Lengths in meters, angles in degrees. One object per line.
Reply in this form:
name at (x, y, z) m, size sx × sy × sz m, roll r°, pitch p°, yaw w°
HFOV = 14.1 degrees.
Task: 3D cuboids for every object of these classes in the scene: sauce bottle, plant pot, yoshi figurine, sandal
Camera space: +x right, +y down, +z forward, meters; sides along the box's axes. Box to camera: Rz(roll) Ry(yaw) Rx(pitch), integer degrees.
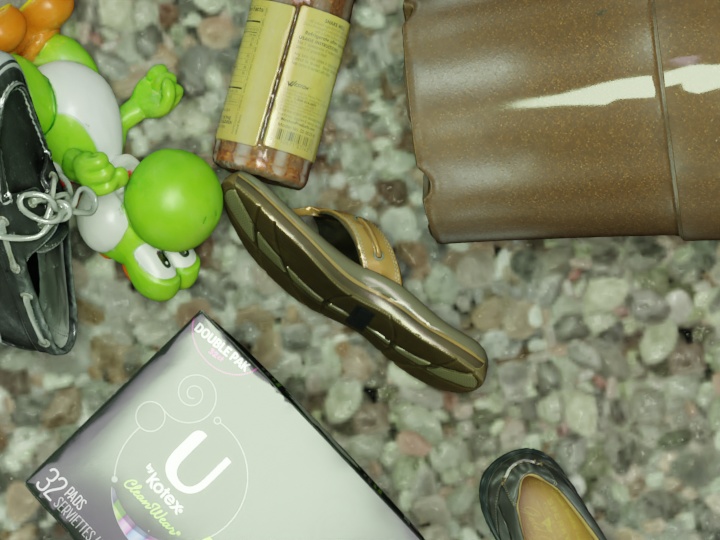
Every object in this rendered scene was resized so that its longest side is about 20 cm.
sauce bottle at (-0.036, -0.152, 1.769) m, size 0.066 × 0.066 × 0.201 m, roll 17°, pitch 88°, yaw 0°
plant pot at (0.131, -0.101, 1.713) m, size 0.197 × 0.200 × 0.202 m, roll -7°, pitch 88°, yaw 6°
yoshi figurine at (-0.148, -0.080, 1.745) m, size 0.112 × 0.112 × 0.201 m, roll -35°, pitch 92°, yaw -9°
sandal at (0.000, 0.000, 1.761) m, size 0.200 × 0.080 × 0.054 m, roll 35°, pitch 69°, yaw -6°

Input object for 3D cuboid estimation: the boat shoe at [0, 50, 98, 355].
boat shoe at (-0.195, -0.035, 1.683) m, size 0.068 × 0.074 × 0.200 m, roll 18°, pitch 125°, yaw 23°

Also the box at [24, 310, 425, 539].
box at (-0.073, 0.146, 1.700) m, size 0.149 × 0.124 × 0.200 m, roll -44°, pitch 88°, yaw -2°

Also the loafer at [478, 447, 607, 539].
loafer at (0.135, 0.201, 1.753) m, size 0.073 × 0.072 × 0.201 m, roll -34°, pitch 89°, yaw -3°
